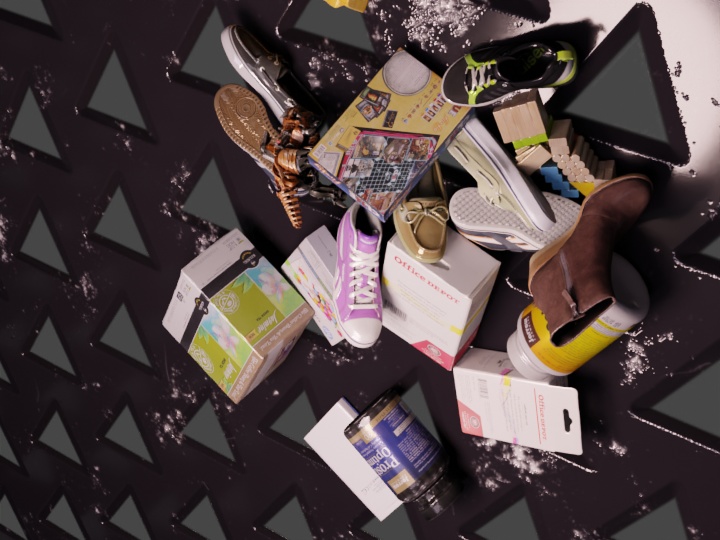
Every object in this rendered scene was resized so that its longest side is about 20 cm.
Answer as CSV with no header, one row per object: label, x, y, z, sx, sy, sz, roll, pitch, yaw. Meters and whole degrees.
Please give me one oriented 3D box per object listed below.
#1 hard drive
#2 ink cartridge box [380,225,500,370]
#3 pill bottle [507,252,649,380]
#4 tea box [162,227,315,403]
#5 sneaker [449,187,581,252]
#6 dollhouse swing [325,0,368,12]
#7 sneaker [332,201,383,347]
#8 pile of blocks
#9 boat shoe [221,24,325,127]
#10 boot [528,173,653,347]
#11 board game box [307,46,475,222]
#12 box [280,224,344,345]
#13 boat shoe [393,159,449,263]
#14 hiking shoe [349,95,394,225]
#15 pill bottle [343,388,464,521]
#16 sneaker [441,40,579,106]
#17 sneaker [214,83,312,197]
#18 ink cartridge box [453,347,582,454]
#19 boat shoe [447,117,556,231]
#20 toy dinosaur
hard drive,0.003,0.330,1.817,0.200,0.025,0.132,46,132,6
ink cartridge box,0.107,0.030,1.495,0.144,0.083,0.201,35,150,16
pill bottle,0.287,0.068,1.407,0.109,0.109,0.200,47,132,4
tea box,-0.205,0.079,1.726,0.197,0.133,0.200,44,147,7
sneaker,0.220,-0.065,1.409,0.197,0.080,0.079,14,167,14
dollhouse swing,-0.090,-0.435,1.356,0.199,0.176,0.183,35,130,13
sneaker,-0.001,0.000,1.461,0.114,0.071,0.204,121,144,-70
pile of blocks,0.251,-0.154,1.329,0.200,0.062,0.082,42,131,-14
boat shoe,-0.126,-0.288,1.543,0.056,0.069,0.201,-33,99,34
boot,0.292,-0.012,1.263,0.072,0.167,0.200,37,114,-25
board game box,0.042,-0.183,1.398,0.135,0.201,0.035,38,170,12
box,-0.049,0.027,1.614,0.157,0.041,0.200,56,161,1
boat shoe,0.084,-0.110,1.416,0.072,0.204,0.063,2,156,-8
hiking shoe,0.010,-0.152,1.507,0.086,0.074,0.203,-4,112,34
pill bottle,0.074,0.301,1.691,0.201,0.112,0.112,49,132,3
sneaker,0.179,-0.257,1.312,0.197,0.082,0.073,-9,87,34
sneaker,-0.142,-0.189,1.573,0.200,0.070,0.109,47,176,7
ink cartridge box,0.243,0.192,1.537,0.197,0.067,0.118,8,119,34
boat shoe,0.184,-0.115,1.361,0.062,0.072,0.201,-43,52,16
toy dinosaur,-0.078,-0.142,1.461,0.133,0.204,0.102,9,164,-8
